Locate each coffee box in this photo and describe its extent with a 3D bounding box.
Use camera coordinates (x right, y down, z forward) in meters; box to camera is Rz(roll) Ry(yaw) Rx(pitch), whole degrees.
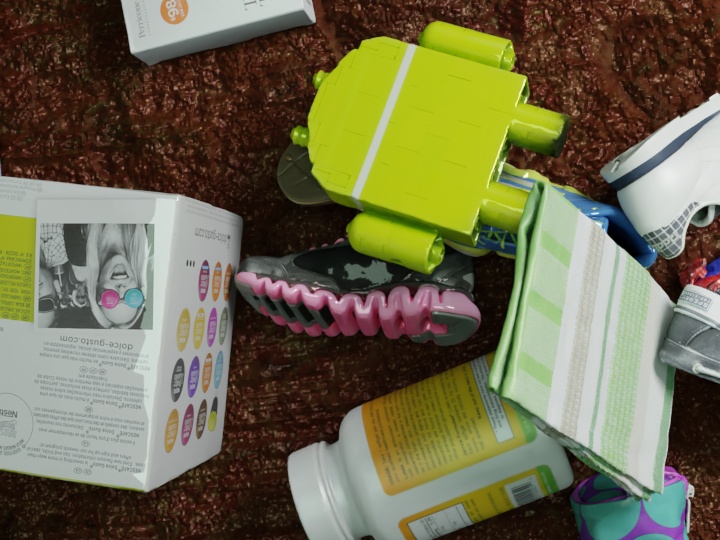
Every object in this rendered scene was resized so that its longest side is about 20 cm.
[{"bbox_3d":[-0.211,0.041,0.834,0.196,0.200,0.202,6,89,7],"label":"coffee box"}]

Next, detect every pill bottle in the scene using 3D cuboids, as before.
[{"bbox_3d":[0.050,0.142,0.839,0.197,0.111,0.113,-22,85,6],"label":"pill bottle"}]

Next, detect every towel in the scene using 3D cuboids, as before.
[{"bbox_3d":[0.153,0.051,0.741,0.030,0.199,0.152,-7,59,41],"label":"towel"}]

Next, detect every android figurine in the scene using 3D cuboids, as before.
[{"bbox_3d":[0.044,-0.094,0.805,0.197,0.041,0.185,16,80,18],"label":"android figurine"}]

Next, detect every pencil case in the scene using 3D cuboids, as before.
[{"bbox_3d":[0.223,0.248,0.825,0.091,0.085,0.204,-16,86,13],"label":"pencil case"}]

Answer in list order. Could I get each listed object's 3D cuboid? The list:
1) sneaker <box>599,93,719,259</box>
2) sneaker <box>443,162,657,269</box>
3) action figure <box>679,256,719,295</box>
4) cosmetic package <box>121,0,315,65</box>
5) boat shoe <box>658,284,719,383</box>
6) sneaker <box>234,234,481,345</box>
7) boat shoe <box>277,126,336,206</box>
[{"bbox_3d":[0.262,-0.084,0.816,0.198,0.076,0.081,-32,86,-24],"label":"sneaker"},{"bbox_3d":[0.130,-0.041,0.817,0.196,0.105,0.077,14,88,-9],"label":"sneaker"},{"bbox_3d":[0.301,-0.025,0.821,0.065,0.099,0.201,40,96,5],"label":"action figure"},{"bbox_3d":[-0.130,-0.287,0.912,0.148,0.052,0.204,-13,86,10],"label":"cosmetic package"},{"bbox_3d":[0.296,0.080,0.801,0.198,0.072,0.069,26,92,-25],"label":"boat shoe"},{"bbox_3d":[0.000,0.000,0.881,0.196,0.079,0.097,6,67,7],"label":"sneaker"},{"bbox_3d":[0.030,-0.102,0.870,0.198,0.068,0.073,-29,67,5],"label":"boat shoe"}]
